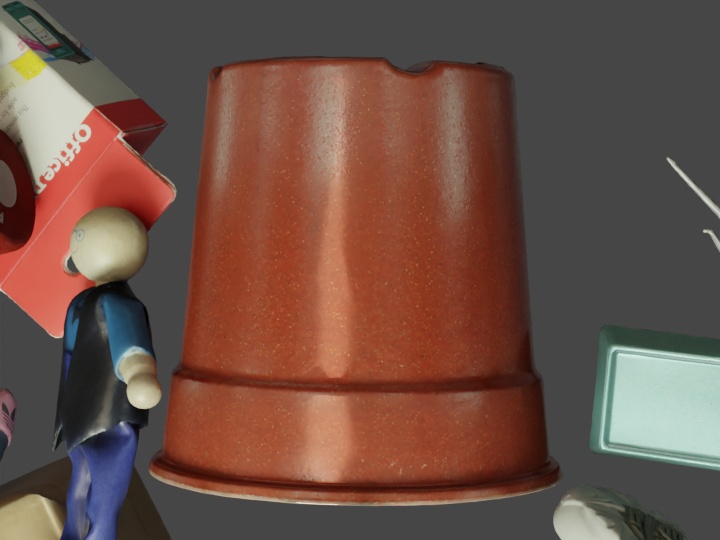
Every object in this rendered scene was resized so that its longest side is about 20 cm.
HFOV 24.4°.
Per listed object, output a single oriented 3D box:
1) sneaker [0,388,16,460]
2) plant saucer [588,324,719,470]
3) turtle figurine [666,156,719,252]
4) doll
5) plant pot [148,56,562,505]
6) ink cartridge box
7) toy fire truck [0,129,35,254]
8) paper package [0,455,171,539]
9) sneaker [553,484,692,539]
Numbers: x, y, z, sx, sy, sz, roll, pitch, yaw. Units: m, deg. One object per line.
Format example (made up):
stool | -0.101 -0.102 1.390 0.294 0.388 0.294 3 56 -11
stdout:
sneaker | -0.279 0.071 0.915 0.200 0.082 0.070 23 144 18
plant saucer | 0.216 0.074 0.837 0.200 0.019 0.070 7 102 14
turtle figurine | 0.250 -0.049 0.763 0.200 0.101 0.150 28 122 -7
doll | -0.127 0.067 0.817 0.048 0.136 0.200 9 78 -21
plant pot | 0.000 0.000 0.803 0.200 0.201 0.196 2 92 15
ink cartridge box | -0.191 -0.073 0.898 0.200 0.067 0.116 43 108 5
toy fire truck | -0.250 -0.066 0.790 0.112 0.168 0.200 -12 96 15
paper package | -0.193 0.222 0.934 0.200 0.103 0.191 -26 93 18
sneaker | 0.152 0.203 0.850 0.099 0.078 0.200 -39 87 22
